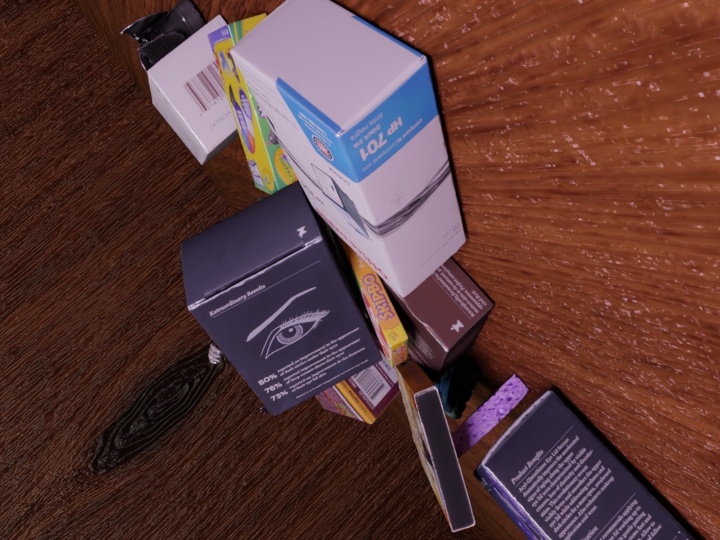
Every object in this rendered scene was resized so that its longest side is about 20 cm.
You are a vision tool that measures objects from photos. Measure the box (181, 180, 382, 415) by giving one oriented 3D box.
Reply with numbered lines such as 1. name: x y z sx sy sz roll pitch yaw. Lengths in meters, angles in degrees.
1. box: -0.079 0.035 0.660 0.106 0.144 0.203 -116 1 -48

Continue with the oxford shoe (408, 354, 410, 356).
1. oxford shoe: 0.062 0.119 0.966 0.073 0.071 0.200 45 179 10

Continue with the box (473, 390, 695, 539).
1. box: 0.220 0.244 0.632 0.200 0.104 0.149 46 170 22

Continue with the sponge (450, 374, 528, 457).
1. sponge: 0.150 0.194 0.789 0.030 0.111 0.201 46 169 17

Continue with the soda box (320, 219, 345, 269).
1. soda box: -0.064 -0.083 0.894 0.202 0.063 0.068 52 170 -7

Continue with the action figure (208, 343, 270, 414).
1. action figure: -0.149 0.092 0.872 0.101 0.120 0.201 17 -152 -53

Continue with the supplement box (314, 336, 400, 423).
1. supplement box: -0.027 0.149 0.925 0.111 0.085 0.199 51 159 -10

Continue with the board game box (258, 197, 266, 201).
1. board game box: -0.113 -0.010 0.963 0.023 0.102 0.208 24 114 57

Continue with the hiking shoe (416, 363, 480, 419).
1. hiking shoe: 0.116 0.165 0.892 0.085 0.076 0.201 27 166 7

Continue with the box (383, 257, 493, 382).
1. box: 0.082 0.052 0.701 0.101 0.075 0.201 48 172 16

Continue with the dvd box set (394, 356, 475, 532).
1. dvd box set: 0.080 0.190 0.723 0.200 0.028 0.151 -155 49 -87

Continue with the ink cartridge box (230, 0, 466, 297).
1. ink cartridge box: -0.001 -0.095 0.498 0.146 0.085 0.202 43 167 35

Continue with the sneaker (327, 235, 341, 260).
1. sneaker: -0.108 0.000 0.807 0.078 0.139 0.199 51 167 -17

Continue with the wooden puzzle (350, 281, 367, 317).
1. wooden puzzle: -0.001 0.045 0.885 0.195 0.048 0.183 18 178 -31

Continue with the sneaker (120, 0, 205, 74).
1. sneaker: -0.265 -0.311 0.853 0.060 0.104 0.199 49 171 -9

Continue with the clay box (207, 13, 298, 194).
1. clay box: -0.105 -0.161 0.671 0.114 0.046 0.206 31 139 63

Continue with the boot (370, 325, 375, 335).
1. boot: -0.007 0.099 1.021 0.200 0.063 0.190 43 -152 -42

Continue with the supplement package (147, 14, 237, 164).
1. supplement package: -0.202 -0.230 0.826 0.118 0.116 0.199 51 171 -15

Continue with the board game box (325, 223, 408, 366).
1. board game box: 0.000 0.000 0.678 0.096 0.029 0.205 81 167 -70
